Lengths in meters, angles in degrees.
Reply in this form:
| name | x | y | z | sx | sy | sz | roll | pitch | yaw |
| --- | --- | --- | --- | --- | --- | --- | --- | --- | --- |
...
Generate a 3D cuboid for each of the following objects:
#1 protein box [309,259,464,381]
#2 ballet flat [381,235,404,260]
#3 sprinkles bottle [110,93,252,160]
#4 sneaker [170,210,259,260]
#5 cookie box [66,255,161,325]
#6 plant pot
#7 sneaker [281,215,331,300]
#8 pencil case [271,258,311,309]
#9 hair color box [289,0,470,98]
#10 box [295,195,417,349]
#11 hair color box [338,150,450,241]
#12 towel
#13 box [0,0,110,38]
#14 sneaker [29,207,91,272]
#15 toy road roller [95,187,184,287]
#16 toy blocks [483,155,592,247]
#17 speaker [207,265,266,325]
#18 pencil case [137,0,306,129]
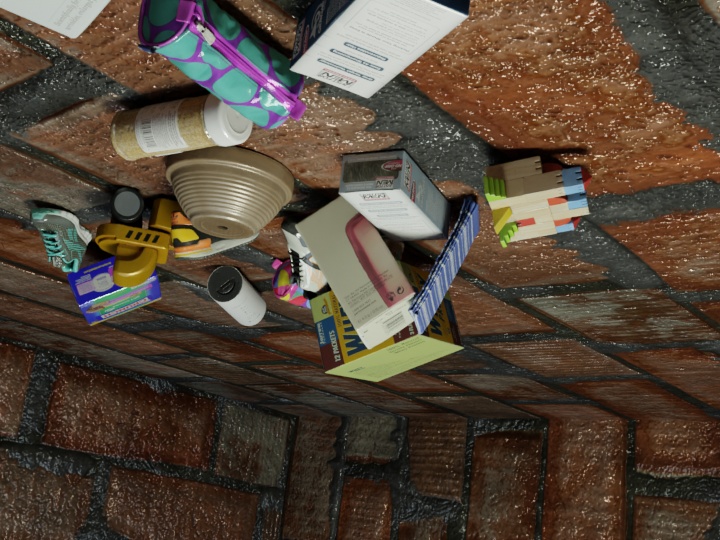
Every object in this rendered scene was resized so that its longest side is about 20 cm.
| name | x | y | z | sx | sy | sz | roll | pitch | yaw |
| --- | --- | --- | --- | --- | --- | --- | --- | --- | --- |
| protein box | 0.048 | 0.097 | 1.617 | 0.196 | 0.138 | 0.199 | -24 | 159 | 24 |
| ballet flat | -0.005 | -0.019 | 1.620 | 0.070 | 0.067 | 0.197 | 16 | 163 | -42 |
| sprinkles bottle | -0.233 | -0.187 | 1.162 | 0.196 | 0.070 | 0.068 | -3 | 161 | 32 |
| sneaker | -0.237 | -0.080 | 1.490 | 0.069 | 0.092 | 0.199 | -2 | -165 | 33 |
| cookie box | -0.508 | 0.034 | 1.879 | 0.168 | 0.077 | 0.200 | -22 | 170 | -15 |
| plant pot | -0.203 | -0.108 | 1.368 | 0.196 | 0.095 | 0.201 | 8 | 163 | 2 |
| sneaker | -0.093 | -0.013 | 1.574 | 0.073 | 0.080 | 0.201 | 34 | 162 | 41 |
| pencil case | -0.086 | 0.037 | 1.821 | 0.198 | 0.091 | 0.087 | 23 | 157 | -37 |
| hair color box | 0.015 | -0.244 | 0.875 | 0.098 | 0.062 | 0.199 | 15 | 161 | -24 |
| box | 0.000 | 0.000 | 1.409 | 0.108 | 0.202 | 0.128 | -31 | 160 | -1 |
| hair color box | 0.055 | -0.105 | 1.322 | 0.097 | 0.062 | 0.200 | -1 | 162 | 25 |
| towel | 0.131 | -0.005 | 1.394 | 0.024 | 0.203 | 0.145 | 27 | 170 | 15 |
| box | -0.263 | -0.303 | 0.677 | 0.197 | 0.134 | 0.197 | 18 | 161 | -33 |
| sneaker | -0.566 | -0.054 | 1.702 | 0.076 | 0.093 | 0.200 | 4 | 163 | 9 |
| toy road roller | -0.355 | -0.042 | 1.551 | 0.195 | 0.150 | 0.123 | 11 | 164 | -13 |
| toy blocks | 0.250 | -0.099 | 1.228 | 0.133 | 0.102 | 0.200 | -10 | 159 | 15 |
| speaker | -0.267 | 0.058 | 1.964 | 0.079 | 0.083 | 0.200 | 4 | 163 | 11 |
| pencil case | -0.144 | -0.227 | 0.957 | 0.092 | 0.086 | 0.199 | 31 | -179 | 38 |
